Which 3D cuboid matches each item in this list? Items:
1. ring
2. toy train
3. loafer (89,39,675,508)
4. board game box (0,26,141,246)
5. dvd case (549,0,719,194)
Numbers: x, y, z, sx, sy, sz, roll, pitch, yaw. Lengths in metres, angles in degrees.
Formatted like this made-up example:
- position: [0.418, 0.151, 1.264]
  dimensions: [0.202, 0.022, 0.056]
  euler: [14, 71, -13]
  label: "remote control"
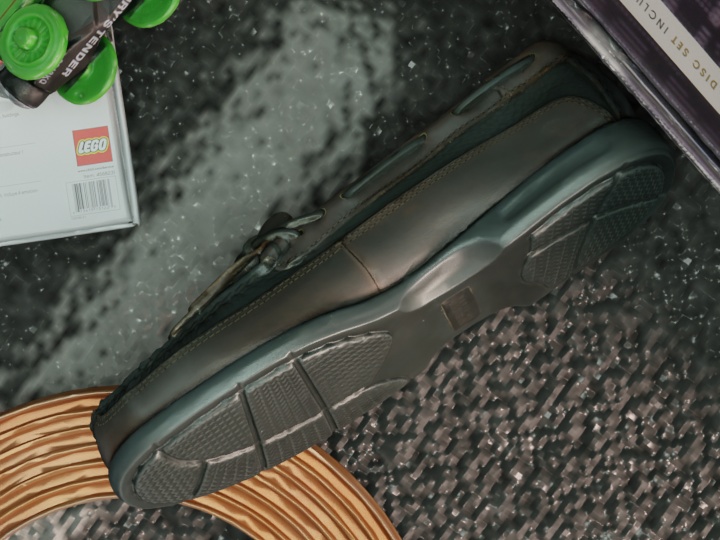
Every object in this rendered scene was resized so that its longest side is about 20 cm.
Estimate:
- position: [-0.073, 0.136, 0.852]
  dimensions: [0.199, 0.019, 0.201]
  euler: [0, 94, -2]
  label: "ring"
- position: [-0.045, -0.133, 0.773]
  dimensions: [0.200, 0.042, 0.056]
  euler: [-49, 63, 8]
  label: "toy train"
- position: [0.000, 0.000, 0.824]
  dimensions: [0.200, 0.072, 0.063]
  euler: [-31, 64, -9]
  label: "loafer"
- position: [-0.174, -0.062, 0.823]
  dimensions: [0.199, 0.035, 0.127]
  euler: [-8, 95, -2]
  label: "board game box"
- position: [0.112, -0.141, 0.781]
  dimensions: [0.149, 0.016, 0.200]
  euler: [45, 61, -20]
  label: "dvd case"
